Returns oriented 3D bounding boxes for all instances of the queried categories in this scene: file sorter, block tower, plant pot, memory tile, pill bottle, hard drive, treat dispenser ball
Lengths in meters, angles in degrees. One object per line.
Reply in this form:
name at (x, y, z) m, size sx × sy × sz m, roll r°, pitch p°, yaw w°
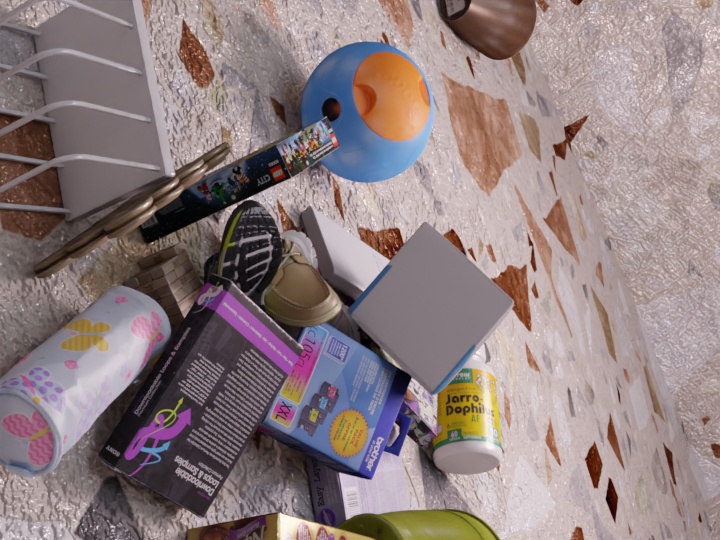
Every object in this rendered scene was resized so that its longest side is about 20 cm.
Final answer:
file sorter at (-0.276, -0.166, 0.873) m, size 0.124 × 0.137 × 0.204 m, roll 4°, pitch 71°, yaw -59°
block tower at (-0.178, 0.077, 1.011) m, size 0.203 × 0.053 × 0.058 m, roll 67°, pitch 26°, yaw -10°
plant pot at (0.280, -0.604, 2.231) m, size 0.198 × 0.185 × 0.190 m, roll 3°, pitch 71°, yaw -47°
memory tile at (-0.213, -0.058, 0.912) m, size 0.017 × 0.152 × 0.200 m, roll 58°, pitch 30°, yaw -14°
pill bottle at (0.167, 0.214, 1.546) m, size 0.113 × 0.111 × 0.203 m, roll 40°, pitch 41°, yaw -47°
hard drive at (0.000, 0.000, 1.375) m, size 0.199 × 0.026 × 0.133 m, roll 32°, pitch 27°, yaw -44°
plant pot at (0.055, 0.371, 1.141) m, size 0.192 × 0.198 × 0.204 m, roll 31°, pitch 47°, yaw -48°
treat dispenser ball at (0.010, -0.231, 1.407) m, size 0.201 × 0.198 × 0.204 m, roll 41°, pitch 40°, yaw -46°

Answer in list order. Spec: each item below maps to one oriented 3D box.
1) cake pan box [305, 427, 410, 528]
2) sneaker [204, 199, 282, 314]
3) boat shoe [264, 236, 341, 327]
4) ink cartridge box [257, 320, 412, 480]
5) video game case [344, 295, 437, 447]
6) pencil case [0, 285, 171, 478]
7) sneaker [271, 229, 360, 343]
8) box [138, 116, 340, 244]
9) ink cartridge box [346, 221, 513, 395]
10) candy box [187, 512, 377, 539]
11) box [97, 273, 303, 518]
cake pan box at (-0.006, 0.242, 1.257) m, size 0.183 × 0.052 × 0.204 m, roll 10°, pitch 66°, yaw -60°
sneaker at (-0.138, 0.000, 1.036) m, size 0.073 × 0.202 × 0.081 m, roll -15°, pitch 51°, yaw -32°
boat shoe at (-0.095, -0.003, 1.090) m, size 0.071 × 0.199 × 0.066 m, roll -29°, pitch 130°, yaw -22°
ink cartridge box at (-0.029, 0.154, 1.124) m, size 0.199 × 0.076 × 0.138 m, roll 33°, pitch 70°, yaw -31°
video game case at (0.042, 0.125, 1.351) m, size 0.181 × 0.036 × 0.201 m, roll 47°, pitch 21°, yaw -16°
pencil case at (-0.245, 0.092, 0.837) m, size 0.200 × 0.082 × 0.092 m, roll -53°, pitch 162°, yaw -60°
sneaker at (-0.075, 0.049, 1.201) m, size 0.202 × 0.081 × 0.088 m, roll 58°, pitch 32°, yaw 8°
box at (-0.133, -0.098, 1.041) m, size 0.038 × 0.197 × 0.137 m, roll 64°, pitch 28°, yaw -10°
ink cartridge box at (0.091, 0.054, 1.208) m, size 0.146 × 0.147 × 0.200 m, roll 42°, pitch -1°, yaw 9°
candy box at (-0.075, 0.302, 1.005) m, size 0.199 × 0.115 × 0.057 m, roll 34°, pitch 46°, yaw -53°
box at (-0.150, 0.125, 0.934) m, size 0.202 × 0.036 × 0.143 m, roll -60°, pitch 141°, yaw -16°
